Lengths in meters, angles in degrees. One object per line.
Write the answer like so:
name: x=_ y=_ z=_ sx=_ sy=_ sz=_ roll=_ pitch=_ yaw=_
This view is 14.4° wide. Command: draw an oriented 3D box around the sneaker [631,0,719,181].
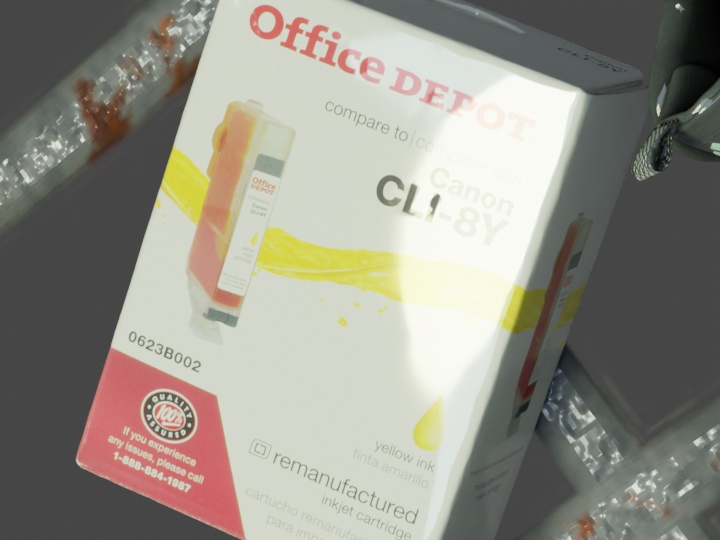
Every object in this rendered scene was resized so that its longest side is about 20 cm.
sneaker: x=0.146 y=-0.034 z=0.934 sx=0.078 sy=0.140 sz=0.200 roll=-30 pitch=78 yaw=50

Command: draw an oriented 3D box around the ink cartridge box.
ink cartridge box: x=0.000 y=0.000 z=1.031 sx=0.145 sy=0.083 sz=0.200 roll=23 pitch=103 yaw=18
